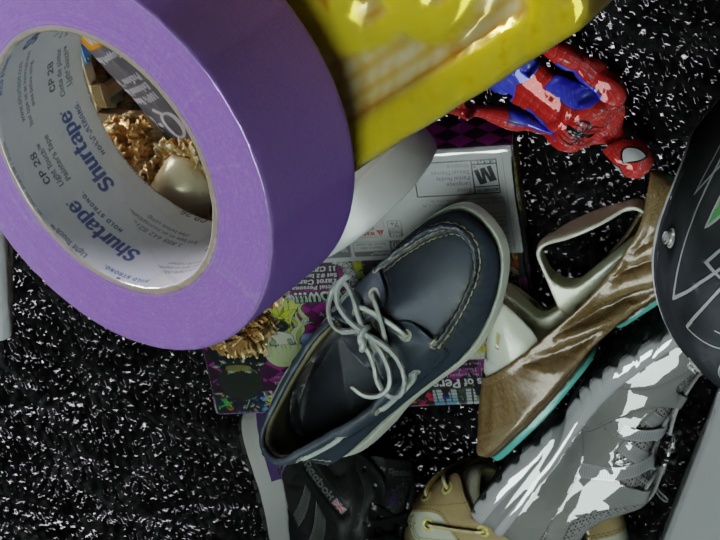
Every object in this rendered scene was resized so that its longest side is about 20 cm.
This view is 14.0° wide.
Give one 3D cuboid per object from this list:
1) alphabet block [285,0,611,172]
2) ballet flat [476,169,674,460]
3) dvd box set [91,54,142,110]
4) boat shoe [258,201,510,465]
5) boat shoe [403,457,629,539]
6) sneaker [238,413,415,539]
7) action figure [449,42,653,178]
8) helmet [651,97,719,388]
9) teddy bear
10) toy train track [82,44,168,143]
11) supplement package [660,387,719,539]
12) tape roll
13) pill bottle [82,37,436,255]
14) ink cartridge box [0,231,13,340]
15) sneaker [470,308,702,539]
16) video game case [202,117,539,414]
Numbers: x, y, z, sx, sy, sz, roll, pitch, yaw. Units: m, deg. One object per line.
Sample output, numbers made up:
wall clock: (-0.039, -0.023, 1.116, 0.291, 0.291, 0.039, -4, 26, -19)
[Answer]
alphabet block: (0.029, -0.187, 1.379, 0.196, 0.200, 0.196, -33, 95, 38)
ballet flat: (0.115, 0.018, 1.603, 0.072, 0.068, 0.200, 42, 114, -9)
dvd box set: (-0.111, -0.108, 1.644, 0.145, 0.029, 0.201, 22, 132, 5)
boat shoe: (0.009, 0.039, 1.613, 0.200, 0.062, 0.075, -45, 73, 38)
boat shoe: (0.072, 0.147, 1.754, 0.199, 0.074, 0.067, 8, 109, 25)
sneaker: (-0.005, 0.150, 1.719, 0.087, 0.076, 0.201, -31, 69, 30)
action figure: (0.073, -0.110, 1.555, 0.199, 0.052, 0.066, 33, 127, -8)
helmet: (0.247, -0.020, 1.453, 0.199, 0.191, 0.201, 11, 130, 14)
teddy bear: (-0.092, -0.020, 1.528, 0.145, 0.067, 0.200, 39, 160, 4)
toy train track: (-0.151, -0.122, 1.608, 0.114, 0.033, 0.201, 7, 123, 39)
supplement package: (0.238, 0.120, 1.622, 0.116, 0.118, 0.201, 21, 133, 7)
tape roll: (-0.100, -0.065, 1.362, 0.199, 0.066, 0.201, 25, 135, 28)
pill bottle: (-0.059, -0.108, 1.523, 0.116, 0.117, 0.200, -31, 107, 38)
ink cartridge box: (-0.236, -0.080, 1.621, 0.084, 0.145, 0.201, 0, 134, -6)
sneaker: (0.152, 0.091, 1.647, 0.082, 0.075, 0.200, 41, 120, -1)
video game case: (0.000, 0.000, 1.657, 0.198, 0.036, 0.182, -3, 126, 11)
